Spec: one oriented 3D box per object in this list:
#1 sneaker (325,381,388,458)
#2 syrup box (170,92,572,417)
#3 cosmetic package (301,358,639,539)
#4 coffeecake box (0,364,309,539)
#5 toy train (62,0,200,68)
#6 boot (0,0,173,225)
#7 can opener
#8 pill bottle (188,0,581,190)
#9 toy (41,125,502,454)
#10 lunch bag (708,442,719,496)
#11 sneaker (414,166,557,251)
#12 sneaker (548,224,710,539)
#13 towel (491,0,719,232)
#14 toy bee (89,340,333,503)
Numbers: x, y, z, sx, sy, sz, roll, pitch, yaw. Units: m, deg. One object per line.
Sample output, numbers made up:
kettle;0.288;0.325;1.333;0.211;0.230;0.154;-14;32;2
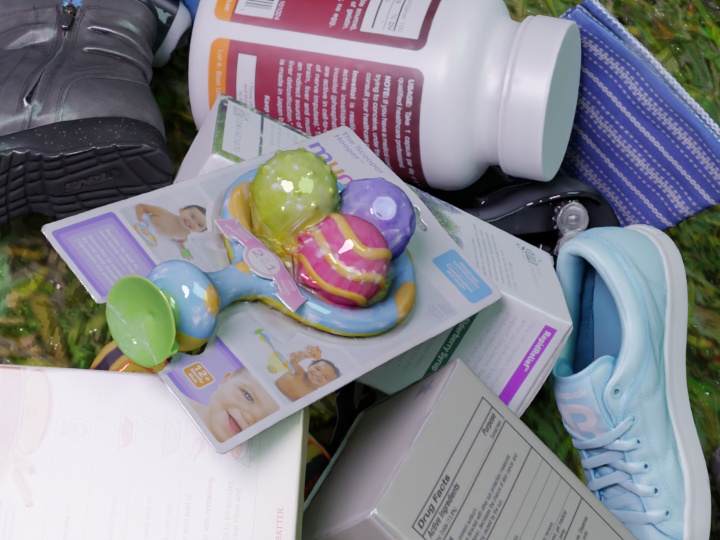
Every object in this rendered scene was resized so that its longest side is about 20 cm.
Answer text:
sneaker;0.030;0.107;0.813;0.089;0.078;0.202;30;50;-21
syrup box;0.000;0.000;0.754;0.198;0.082;0.079;26;24;-15
cosmetic package;0.070;0.153;0.707;0.200;0.087;0.104;46;49;-11
coffeecake box;-0.124;0.122;0.618;0.197;0.073;0.156;4;73;0
toy train;-0.165;-0.190;0.853;0.199;0.086;0.115;30;59;-20
boot;-0.196;-0.085;0.771;0.197;0.070;0.133;-1;50;-18
can opener;0.055;-0.012;0.840;0.197;0.078;0.064;-11;94;-20
pill bottle;0.015;-0.106;0.835;0.197;0.114;0.114;11;47;18
toy;-0.021;-0.012;0.635;0.115;0.047;0.199;48;42;14
lunch bag;0.293;0.170;0.894;0.167;0.139;0.202;4;60;-54
sneaker;0.081;0.004;0.923;0.074;0.089;0.200;-33;60;-29
sneaker;0.127;0.077;0.793;0.081;0.073;0.203;2;80;-40
towel;0.128;-0.070;0.909;0.145;0.200;0.024;44;62;-7
toy bee;-0.086;0.072;0.716;0.199;0.110;0.130;10;12;-47
